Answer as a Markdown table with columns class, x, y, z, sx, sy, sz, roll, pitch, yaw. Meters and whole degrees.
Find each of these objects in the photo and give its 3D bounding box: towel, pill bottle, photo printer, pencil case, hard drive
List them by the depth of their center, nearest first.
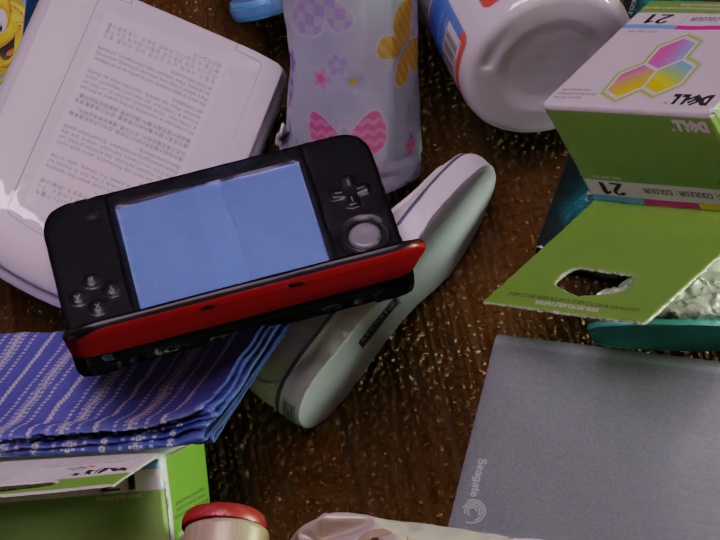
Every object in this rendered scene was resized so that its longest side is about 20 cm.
| class | x | y | z | sx | sy | sz | roll | pitch | yaw |
| --- | --- | --- | --- | --- | --- | --- | --- | --- | --- |
| hard drive | 0.159 | 0.113 | 1.559 | 0.200 | 0.033 | 0.140 | 7 | 60 | 16 |
| towel | -0.150 | 0.063 | 1.583 | 0.200 | 0.024 | 0.145 | -5 | 25 | 22 |
| pencil case | -0.009 | -0.143 | 1.661 | 0.091 | 0.200 | 0.083 | 13 | 25 | 32 |
| photo printer | -0.151 | -0.066 | 1.688 | 0.166 | 0.069 | 0.200 | 22 | 63 | -6 |
| pill bottle | 0.085 | -0.186 | 1.708 | 0.112 | 0.112 | 0.200 | -22 | 46 | -1 |

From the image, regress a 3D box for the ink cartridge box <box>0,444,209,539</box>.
| class | x | y | z | sx | sy | sz | roll | pitch | yaw |
| --- | --- | --- | --- | --- | --- | --- | --- | --- | --- |
| ink cartridge box | -0.175 | 0.143 | 1.510 | 0.148 | 0.200 | 0.076 | -5 | 93 | 10 |

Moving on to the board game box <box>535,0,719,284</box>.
| class | x | y | z | sx | sy | sz | roll | pitch | yaw |
| --- | --- | --- | --- | --- | --- | --- | --- | --- | --- |
| board game box | 0.200 | -0.077 | 1.671 | 0.135 | 0.028 | 0.200 | 11 | 62 | 19 |

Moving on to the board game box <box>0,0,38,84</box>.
| class | x | y | z | sx | sy | sz | roll | pitch | yaw |
| --- | --- | --- | --- | --- | --- | --- | --- | --- | --- |
| board game box | -0.306 | -0.115 | 1.790 | 0.200 | 0.056 | 0.196 | -5 | 58 | 10 |

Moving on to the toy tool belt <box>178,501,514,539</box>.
| class | x | y | z | sx | sy | sz | roll | pitch | yaw |
| --- | --- | --- | --- | --- | --- | --- | --- | --- | --- |
| toy tool belt | -0.002 | 0.198 | 1.475 | 0.200 | 0.125 | 0.123 | 10 | 64 | -16 |

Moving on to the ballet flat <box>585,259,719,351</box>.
| class | x | y | z | sx | sy | sz | roll | pitch | yaw |
| --- | --- | --- | --- | --- | --- | --- | --- | --- | --- |
| ballet flat | 0.226 | 0.016 | 1.573 | 0.200 | 0.072 | 0.072 | 4 | 58 | -3 |

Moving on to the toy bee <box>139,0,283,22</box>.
| class | x | y | z | sx | sy | sz | roll | pitch | yaw |
| --- | --- | --- | --- | --- | --- | --- | --- | --- | --- |
| toy bee | -0.063 | -0.208 | 1.762 | 0.200 | 0.131 | 0.109 | 11 | 23 | 16 |

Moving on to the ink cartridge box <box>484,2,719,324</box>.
| class | x | y | z | sx | sy | sz | roll | pitch | yaw |
| --- | --- | --- | --- | --- | --- | --- | --- | --- | --- |
| ink cartridge box | 0.163 | -0.063 | 1.545 | 0.200 | 0.076 | 0.148 | -42 | 27 | -25 |

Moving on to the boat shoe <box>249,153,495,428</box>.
| class | x | y | z | sx | sy | sz | roll | pitch | yaw |
| --- | --- | --- | --- | --- | --- | --- | --- | --- | --- |
| boat shoe | 0.000 | 0.000 | 1.647 | 0.070 | 0.071 | 0.200 | 32 | 77 | 25 |

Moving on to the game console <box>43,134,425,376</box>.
| class | x | y | z | sx | sy | sz | roll | pitch | yaw |
| --- | --- | --- | --- | --- | --- | --- | --- | --- | --- |
| game console | -0.076 | -0.021 | 1.539 | 0.200 | 0.119 | 0.172 | -14 | 53 | -5 |
